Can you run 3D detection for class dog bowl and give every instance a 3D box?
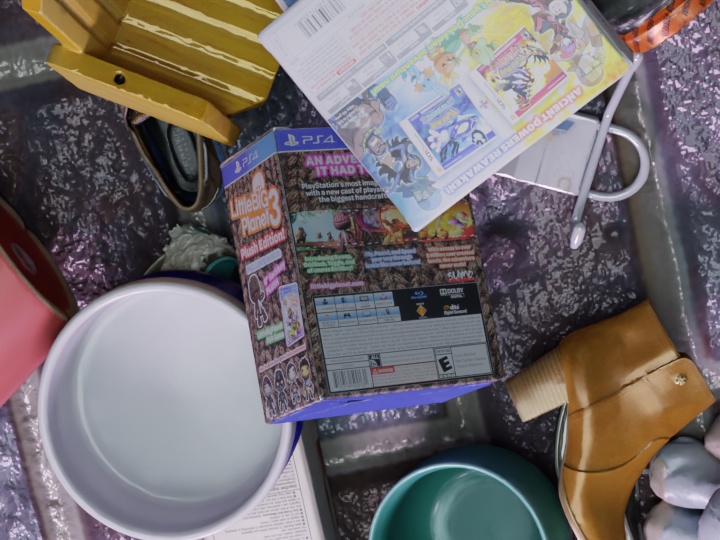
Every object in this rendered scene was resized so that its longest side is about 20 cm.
[{"bbox_3d":[-0.143,0.102,1.597,0.198,0.079,0.202,1,99,8],"label":"dog bowl"}]

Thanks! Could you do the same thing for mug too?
[{"bbox_3d":[0.097,0.233,1.669,0.151,0.114,0.187,-14,93,19],"label":"mug"}]

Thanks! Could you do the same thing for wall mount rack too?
[{"bbox_3d":[0.133,-0.114,1.582,0.198,0.075,0.175,14,116,0],"label":"wall mount rack"}]

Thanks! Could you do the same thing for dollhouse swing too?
[{"bbox_3d":[-0.129,-0.223,1.487,0.180,0.176,0.201,20,83,-2],"label":"dollhouse swing"}]

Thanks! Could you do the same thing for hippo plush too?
[{"bbox_3d":[0.314,0.223,1.637,0.200,0.161,0.160,37,107,-7],"label":"hippo plush"}]

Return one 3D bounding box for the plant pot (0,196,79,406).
[{"bbox_3d":[-0.330,0.037,1.625,0.177,0.200,0.201,-36,102,5],"label":"plant pot"}]

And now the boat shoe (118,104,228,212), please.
[{"bbox_3d":[-0.154,-0.140,1.605,0.072,0.072,0.201,-22,105,11],"label":"boat shoe"}]

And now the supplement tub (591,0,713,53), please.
[{"bbox_3d":[0.169,-0.261,1.474,0.122,0.123,0.200,-40,101,15],"label":"supplement tub"}]

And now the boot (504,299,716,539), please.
[{"bbox_3d":[0.215,0.137,1.620,0.143,0.071,0.202,-25,95,8],"label":"boot"}]

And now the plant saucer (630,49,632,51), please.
[{"bbox_3d":[0.156,-0.251,1.562,0.198,0.036,0.202,1,108,4],"label":"plant saucer"}]

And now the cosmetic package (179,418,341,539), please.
[{"bbox_3d":[-0.075,0.201,1.702,0.102,0.087,0.202,-8,106,7],"label":"cosmetic package"}]

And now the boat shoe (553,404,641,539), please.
[{"bbox_3d":[0.195,0.177,1.695,0.066,0.057,0.202,-9,102,4],"label":"boat shoe"}]

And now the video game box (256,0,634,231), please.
[{"bbox_3d":[0.060,-0.157,1.451,0.200,0.047,0.183,-36,97,19],"label":"video game box"}]

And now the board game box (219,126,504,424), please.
[{"bbox_3d":[0.000,0.000,1.536,0.158,0.097,0.202,-4,78,-30],"label":"board game box"}]

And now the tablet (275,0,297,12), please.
[{"bbox_3d":[0.015,-0.200,1.503,0.130,0.014,0.201,-36,96,0],"label":"tablet"}]

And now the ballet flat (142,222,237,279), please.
[{"bbox_3d":[-0.163,0.049,1.681,0.071,0.072,0.201,28,106,-5],"label":"ballet flat"}]
